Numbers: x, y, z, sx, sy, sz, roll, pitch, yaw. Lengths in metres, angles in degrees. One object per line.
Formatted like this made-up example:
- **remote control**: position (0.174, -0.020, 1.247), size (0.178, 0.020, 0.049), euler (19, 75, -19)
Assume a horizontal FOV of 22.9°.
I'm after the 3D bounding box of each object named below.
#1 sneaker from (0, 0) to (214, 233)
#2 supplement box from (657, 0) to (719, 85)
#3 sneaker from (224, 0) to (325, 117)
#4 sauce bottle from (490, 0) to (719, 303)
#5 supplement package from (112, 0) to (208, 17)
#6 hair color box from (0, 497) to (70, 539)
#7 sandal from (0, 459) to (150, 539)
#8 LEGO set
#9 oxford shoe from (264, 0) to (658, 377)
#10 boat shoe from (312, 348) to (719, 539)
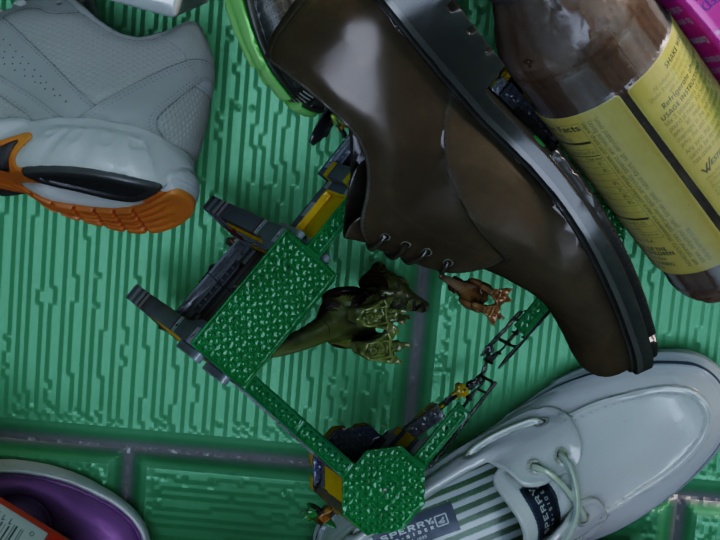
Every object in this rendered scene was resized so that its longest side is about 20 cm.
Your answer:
- **sneaker**: position (-0.153, -0.079, 0.748), size (0.200, 0.076, 0.092), euler (12, 70, 10)
- **supplement box**: position (0.158, -0.125, 0.703), size (0.101, 0.103, 0.200), euler (-43, 98, -1)
- **sneaker**: position (0.003, -0.156, 0.683), size (0.084, 0.077, 0.200), euler (9, 78, 33)
- **sauce bottle**: position (0.096, -0.075, 0.673), size (0.065, 0.065, 0.200), euler (-36, 117, 7)
- **supplement package**: position (-0.148, -0.181, 0.698), size (0.200, 0.114, 0.110), euler (15, 102, -2)
- **hair color box**: position (-0.208, 0.170, 0.753), size (0.111, 0.064, 0.200), euler (32, 124, -5)
- **sandal**: position (-0.195, 0.122, 0.786), size (0.202, 0.050, 0.083), euler (11, 101, -1)
- **LEGO set**: position (0.000, 0.000, 0.746), size (0.154, 0.116, 0.200), euler (34, 86, -24)
- **oxford shoe**: position (0.037, -0.027, 0.662), size (0.084, 0.073, 0.200), euler (-39, 108, 4)
- **boat shoe**: position (0.073, 0.100, 0.768), size (0.200, 0.067, 0.074), euler (-29, 99, 6)
